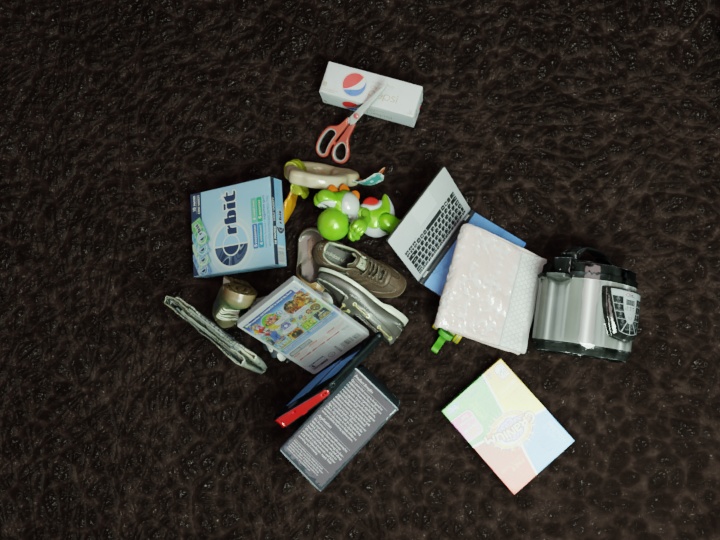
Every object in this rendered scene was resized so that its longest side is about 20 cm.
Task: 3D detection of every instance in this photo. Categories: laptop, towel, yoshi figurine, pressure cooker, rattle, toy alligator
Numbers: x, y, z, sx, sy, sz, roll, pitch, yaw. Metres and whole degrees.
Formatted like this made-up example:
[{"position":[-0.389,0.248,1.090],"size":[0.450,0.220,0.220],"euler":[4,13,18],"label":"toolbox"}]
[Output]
[{"position":[0.183,-0.054,1.222],"size":[0.116,0.200,0.187],"euler":[19,67,48],"label":"laptop"},{"position":[0.245,0.037,1.214],"size":[0.191,0.032,0.200],"euler":[20,78,-15],"label":"towel"},{"position":[-0.001,-0.083,1.240],"size":[0.200,0.112,0.113],"euler":[19,127,-17],"label":"yoshi figurine"},{"position":[0.402,0.057,1.177],"size":[0.178,0.176,0.201],"euler":[8,83,8],"label":"pressure cooker"},{"position":[-0.056,-0.145,1.301],"size":[0.199,0.130,0.143],"euler":[4,95,-20],"label":"rattle"},{"position":[-0.262,0.119,1.222],"size":[0.192,0.200,0.035],"euler":[38,81,9],"label":"towel"},{"position":[0.197,0.073,1.255],"size":[0.059,0.054,0.200],"euler":[36,88,8],"label":"toy alligator"}]

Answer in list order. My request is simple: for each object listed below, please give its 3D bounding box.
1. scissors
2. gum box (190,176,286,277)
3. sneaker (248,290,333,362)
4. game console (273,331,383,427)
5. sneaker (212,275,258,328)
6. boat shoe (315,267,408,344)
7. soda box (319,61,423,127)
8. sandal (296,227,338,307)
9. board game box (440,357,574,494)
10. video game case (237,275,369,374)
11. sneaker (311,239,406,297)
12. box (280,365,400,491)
[{"position":[-0.021,-0.302,1.298],"size":[0.073,0.014,0.200],"euler":[34,117,4],"label":"scissors"},{"position":[-0.243,-0.081,1.287],"size":[0.200,0.045,0.170],"euler":[-8,82,27],"label":"gum box"},{"position":[-0.126,0.111,1.249],"size":[0.199,0.079,0.130],"euler":[-7,98,30],"label":"sneaker"},{"position":[-0.058,0.194,1.174],"size":[0.031,0.200,0.177],"euler":[48,130,1],"label":"game console"},{"position":[-0.241,0.069,1.235],"size":[0.067,0.200,0.090],"euler":[16,93,-16],"label":"sneaker"},{"position":[-0.004,0.067,1.245],"size":[0.201,0.072,0.061],"euler":[33,77,-10],"label":"boat shoe"},{"position":[0.022,-0.354,1.319],"size":[0.200,0.064,0.068],"euler":[17,85,8],"label":"soda box"},{"position":[-0.089,0.009,1.290],"size":[0.081,0.055,0.201],"euler":[-5,83,5],"label":"sandal"},{"position":[0.274,0.289,1.229],"size":[0.153,0.040,0.200],"euler":[-42,81,0],"label":"board game box"},{"position":[-0.101,0.104,1.185],"size":[0.143,0.200,0.018],"euler":[-37,37,20],"label":"video game case"},{"position":[0.000,0.000,1.252],"size":[0.200,0.076,0.071],"euler":[22,82,-10],"label":"sneaker"},{"position":[-0.032,0.283,1.205],"size":[0.107,0.148,0.200],"euler":[44,88,8],"label":"box"}]
